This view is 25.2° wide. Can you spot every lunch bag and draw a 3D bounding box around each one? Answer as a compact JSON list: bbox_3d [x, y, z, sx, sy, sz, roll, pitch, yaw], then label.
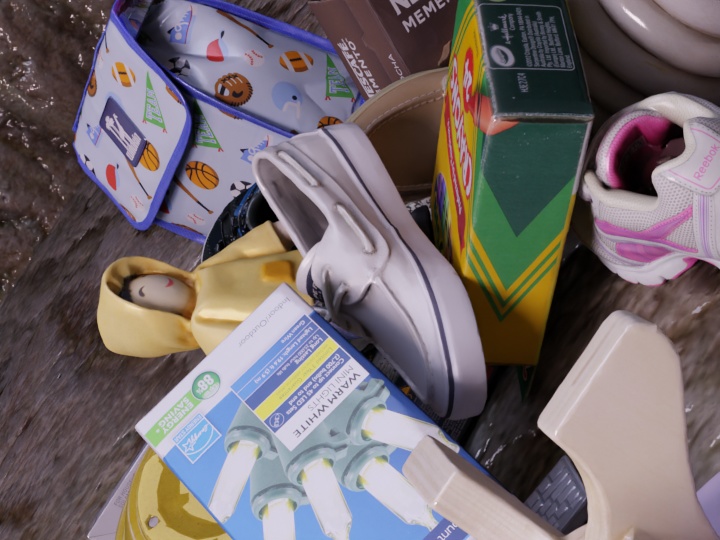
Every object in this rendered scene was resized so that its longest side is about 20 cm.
[{"bbox_3d":[-0.107,-0.104,1.185,0.170,0.199,0.124,122,170,-51],"label":"lunch bag"}]

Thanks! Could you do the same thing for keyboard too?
[{"bbox_3d":[0.042,0.175,0.769,0.200,0.011,0.056,-52,17,8],"label":"keyboard"}]

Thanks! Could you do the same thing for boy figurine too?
[{"bbox_3d":[-0.053,0.010,0.923,0.199,0.065,0.125,-5,42,8],"label":"boy figurine"}]

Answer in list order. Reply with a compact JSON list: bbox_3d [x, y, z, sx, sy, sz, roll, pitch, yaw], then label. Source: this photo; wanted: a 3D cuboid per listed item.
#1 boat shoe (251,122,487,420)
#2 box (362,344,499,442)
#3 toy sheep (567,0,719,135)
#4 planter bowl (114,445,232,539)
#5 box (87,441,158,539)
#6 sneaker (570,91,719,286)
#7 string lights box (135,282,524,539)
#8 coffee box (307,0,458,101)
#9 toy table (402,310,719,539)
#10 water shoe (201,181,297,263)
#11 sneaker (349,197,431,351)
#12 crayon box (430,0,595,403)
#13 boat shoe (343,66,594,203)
[{"bbox_3d":[0.000,0.000,0.823,0.072,0.065,0.200,100,151,-50],"label":"boat shoe"},{"bbox_3d":[-0.007,0.131,0.934,0.200,0.040,0.137,-60,18,-19],"label":"box"},{"bbox_3d":[0.156,-0.133,0.857,0.138,0.138,0.200,-73,10,-46],"label":"toy sheep"},{"bbox_3d":[-0.058,0.125,0.834,0.200,0.084,0.201,-12,54,17],"label":"planter bowl"},{"bbox_3d":[-0.134,0.149,1.135,0.117,0.060,0.200,-57,3,-7],"label":"box"},{"bbox_3d":[0.145,-0.046,0.774,0.082,0.088,0.200,-58,17,-9],"label":"sneaker"},{"bbox_3d":[-0.002,0.106,0.731,0.103,0.059,0.200,-45,53,-6],"label":"string lights box"},{"bbox_3d":[0.082,-0.183,1.045,0.200,0.113,0.080,-38,21,-19],"label":"coffee box"},{"bbox_3d":[0.087,0.117,0.577,0.200,0.117,0.184,-59,17,-9],"label":"toy table"},{"bbox_3d":[-0.059,-0.037,1.083,0.079,0.072,0.200,-8,-18,-48],"label":"water shoe"},{"bbox_3d":[-0.013,-0.003,0.999,0.200,0.089,0.077,-33,19,-23],"label":"sneaker"},{"bbox_3d":[0.071,-0.041,0.829,0.127,0.051,0.200,-95,7,-46],"label":"crayon box"},{"bbox_3d":[0.077,-0.090,0.947,0.199,0.072,0.064,-23,15,-23],"label":"boat shoe"}]
